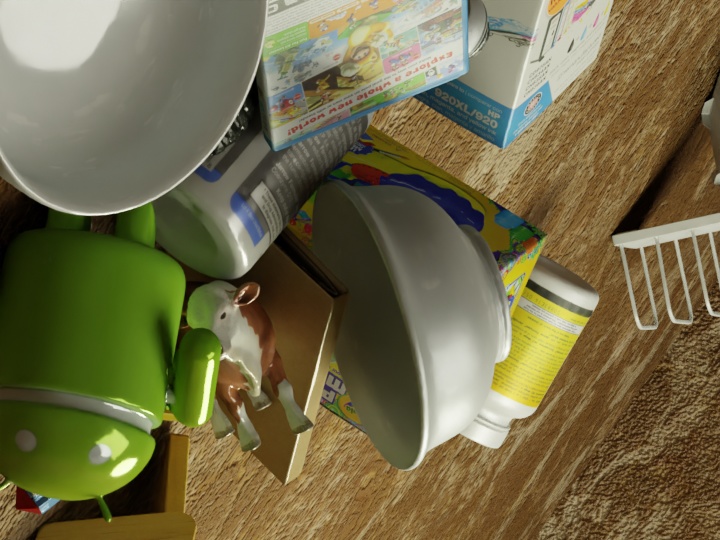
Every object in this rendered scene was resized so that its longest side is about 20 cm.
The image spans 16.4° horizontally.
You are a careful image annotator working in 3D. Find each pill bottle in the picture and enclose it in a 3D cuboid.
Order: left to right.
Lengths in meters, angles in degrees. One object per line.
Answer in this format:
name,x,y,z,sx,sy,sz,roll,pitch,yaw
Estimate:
pill bottle,-0.062,-0.102,1.658,0.200,0.114,0.114,-50,162,-23
pill bottle,0.161,0.084,2.669,0.201,0.112,0.112,-61,164,9

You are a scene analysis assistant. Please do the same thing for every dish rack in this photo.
dish rack,0.461,-0.194,3.055,0.200,0.043,0.172,100,-10,-53

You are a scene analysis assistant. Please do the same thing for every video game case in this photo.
video game case,-0.001,-0.167,1.525,0.143,0.018,0.200,-23,145,-13

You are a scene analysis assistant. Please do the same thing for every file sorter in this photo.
file sorter,0.434,-0.003,3.108,0.139,0.199,0.125,5,74,-72

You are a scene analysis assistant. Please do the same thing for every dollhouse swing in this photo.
dollhouse swing,-0.217,0.241,1.980,0.181,0.176,0.201,-3,139,-18

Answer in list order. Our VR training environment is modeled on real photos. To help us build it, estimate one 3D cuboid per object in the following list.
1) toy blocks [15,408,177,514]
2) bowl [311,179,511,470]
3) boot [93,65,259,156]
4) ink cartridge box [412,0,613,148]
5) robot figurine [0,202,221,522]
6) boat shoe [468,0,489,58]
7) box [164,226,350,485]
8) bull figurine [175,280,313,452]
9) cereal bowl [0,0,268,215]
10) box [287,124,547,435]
toy blocks,-0.194,0.099,1.703,0.137,0.100,0.200,-39,170,-12
bowl,0.042,0.026,1.669,0.090,0.202,0.201,-16,149,-15
boot,-0.124,-0.115,1.512,0.211,0.079,0.158,-50,162,-28
ink cartridge box,0.106,-0.230,1.862,0.147,0.144,0.201,-44,158,-38
robot figurine,-0.174,0.050,1.542,0.116,0.174,0.201,112,-12,-76
boat shoe,0.045,-0.170,1.755,0.069,0.056,0.200,-65,-154,-4
box,-0.083,0.035,1.763,0.021,0.163,0.201,-27,149,-35
bull figurine,-0.089,0.055,1.671,0.065,0.122,0.200,-24,-169,-8
cereal bowl,-0.148,-0.136,1.341,0.200,0.083,0.201,-23,124,-38
box,0.000,0.000,1.875,0.193,0.199,0.122,-36,153,-54
